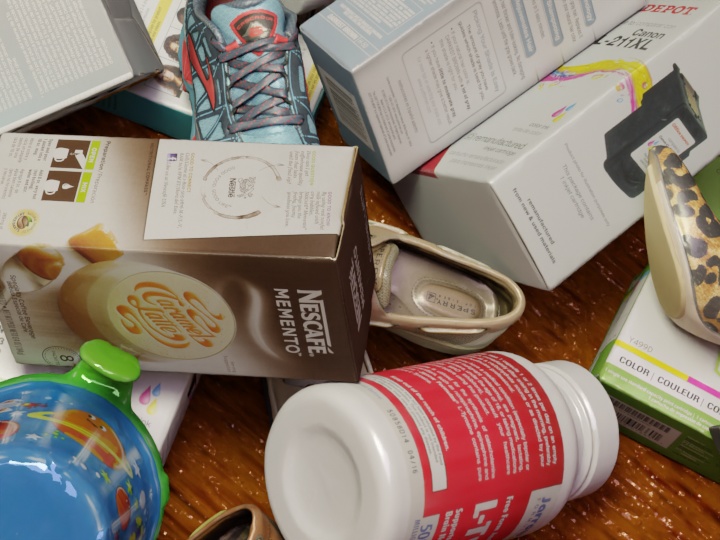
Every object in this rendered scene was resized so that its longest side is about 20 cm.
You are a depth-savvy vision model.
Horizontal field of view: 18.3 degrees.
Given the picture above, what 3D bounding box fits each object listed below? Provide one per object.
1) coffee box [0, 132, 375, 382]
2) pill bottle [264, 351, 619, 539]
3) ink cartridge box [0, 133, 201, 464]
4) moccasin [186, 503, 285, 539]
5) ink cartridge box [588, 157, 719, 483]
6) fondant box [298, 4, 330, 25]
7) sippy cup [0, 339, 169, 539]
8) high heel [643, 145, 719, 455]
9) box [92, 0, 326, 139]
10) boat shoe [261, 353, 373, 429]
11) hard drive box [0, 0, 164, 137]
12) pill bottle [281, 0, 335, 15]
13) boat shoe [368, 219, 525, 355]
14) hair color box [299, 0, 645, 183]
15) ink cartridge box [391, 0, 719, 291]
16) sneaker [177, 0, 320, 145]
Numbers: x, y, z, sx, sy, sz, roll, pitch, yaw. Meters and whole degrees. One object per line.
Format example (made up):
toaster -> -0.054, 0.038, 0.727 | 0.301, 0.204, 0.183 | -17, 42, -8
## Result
coffee box -> -0.098, -0.007, 1.228 | 0.199, 0.115, 0.080 | 2, 52, 10
pill bottle -> 0.052, 0.107, 1.300 | 0.200, 0.112, 0.112 | -9, 70, -41
ink cartridge box -> -0.165, 0.039, 1.340 | 0.145, 0.084, 0.200 | 22, 69, 0
moccasin -> -0.123, 0.213, 1.276 | 0.201, 0.078, 0.074 | -38, 51, -4
ink cartridge box -> 0.245, 0.026, 1.402 | 0.148, 0.076, 0.200 | 27, 71, 2
fondant box -> 0.023, -0.206, 1.463 | 0.144, 0.058, 0.200 | -40, 81, -18
sippy cup -> -0.176, 0.131, 1.202 | 0.139, 0.130, 0.178 | -8, 97, 1
high heel -> 0.251, 0.004, 1.321 | 0.142, 0.071, 0.200 | -20, 97, -8
box -> -0.121, -0.133, 1.423 | 0.200, 0.049, 0.082 | 22, 69, 0
boat shoe -> -0.023, 0.071, 1.360 | 0.071, 0.063, 0.200 | -12, 75, -13
hard drive box -> -0.227, -0.110, 1.312 | 0.200, 0.156, 0.077 | -23, 95, 5
pill bottle -> 0.031, -0.236, 1.385 | 0.200, 0.110, 0.110 | -25, 76, -15
boat shoe -> 0.000, 0.000, 1.319 | 0.200, 0.065, 0.072 | 17, 72, -15
hair color box -> 0.070, -0.153, 1.342 | 0.200, 0.099, 0.061 | -35, 48, -12
ink cartridge box -> 0.134, -0.086, 1.381 | 0.200, 0.146, 0.083 | -38, 112, -18
sneaker -> -0.070, -0.114, 1.317 | 0.079, 0.096, 0.200 | -10, 50, -13
